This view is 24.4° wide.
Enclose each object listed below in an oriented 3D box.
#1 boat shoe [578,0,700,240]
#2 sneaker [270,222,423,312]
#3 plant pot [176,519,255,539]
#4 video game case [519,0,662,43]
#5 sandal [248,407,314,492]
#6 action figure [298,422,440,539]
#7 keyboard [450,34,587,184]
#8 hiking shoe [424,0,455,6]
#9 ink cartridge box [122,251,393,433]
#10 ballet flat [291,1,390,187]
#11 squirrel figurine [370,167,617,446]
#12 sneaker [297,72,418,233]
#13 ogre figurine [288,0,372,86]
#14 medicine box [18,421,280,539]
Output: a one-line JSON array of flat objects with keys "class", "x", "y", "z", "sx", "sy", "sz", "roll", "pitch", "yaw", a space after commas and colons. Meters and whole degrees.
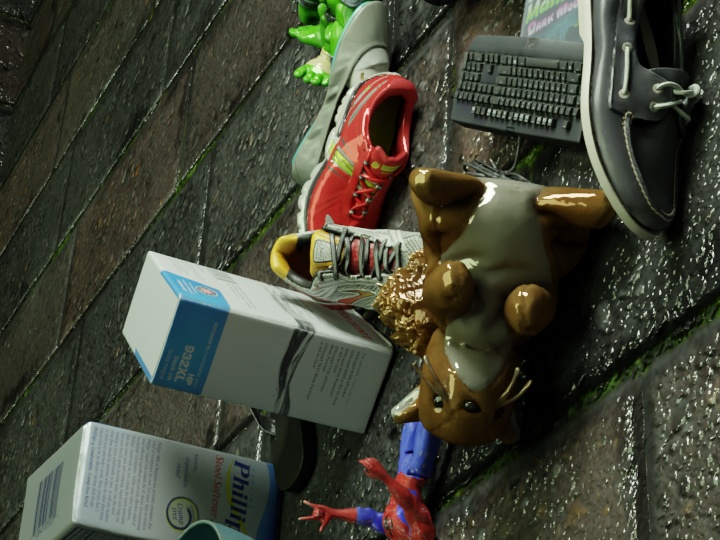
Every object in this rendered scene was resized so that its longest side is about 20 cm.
[{"class": "boat shoe", "x": 0.187, "y": -0.120, "z": 1.089, "sx": 0.063, "sy": 0.073, "sz": 0.200, "roll": -22, "pitch": 60, "yaw": 37}, {"class": "sneaker", "x": 0.000, "y": 0.000, "z": 1.405, "sx": 0.200, "sy": 0.082, "sz": 0.078, "roll": -4, "pitch": 70, "yaw": 47}, {"class": "plant pot", "x": -0.088, "y": 0.314, "z": 1.334, "sx": 0.200, "sy": 0.135, "sz": 0.200, "roll": -51, "pitch": 30, "yaw": 44}, {"class": "video game case", "x": 0.180, "y": -0.222, "z": 1.252, "sx": 0.200, "sy": 0.023, "sz": 0.182, "roll": -26, "pitch": 50, "yaw": 62}, {"class": "sandal", "x": -0.079, "y": 0.123, "z": 1.582, "sx": 0.075, "sy": 0.045, "sz": 0.200, "roll": -58, "pitch": 26, "yaw": 33}, {"class": "action figure", "x": 0.020, "y": 0.137, "z": 1.270, "sx": 0.065, "sy": 0.099, "sz": 0.200, "roll": 161, "pitch": 122, "yaw": -65}, {"class": "keyboard", "x": 0.120, "y": -0.115, "z": 1.272, "sx": 0.200, "sy": 0.021, "sz": 0.127, "roll": -159, "pitch": 75, "yaw": -65}, {"class": "hiking shoe", "x": 0.093, "y": -0.271, "z": 1.456, "sx": 0.200, "sy": 0.076, "sz": 0.101, "roll": -96, "pitch": 22, "yaw": -63}, {"class": "ink cartridge box", "x": -0.092, "y": 0.062, "z": 1.452, "sx": 0.084, "sy": 0.200, "sz": 0.145, "roll": -71, "pitch": 22, "yaw": 9}, {"class": "ballet flat", "x": -0.004, "y": -0.162, "z": 1.621, "sx": 0.064, "sy": 0.067, "sz": 0.200, "roll": 38, "pitch": 113, "yaw": 34}, {"class": "squirrel figurine", "x": 0.084, "y": 0.029, "z": 1.188, "sx": 0.200, "sy": 0.141, "sz": 0.187, "roll": -168, "pitch": 85, "yaw": -81}, {"class": "sneaker", "x": 0.002, "y": -0.088, "z": 1.518, "sx": 0.085, "sy": 0.077, "sz": 0.200, "roll": 1, "pitch": 75, "yaw": 61}, {"class": "ogre figurine", "x": -0.029, "y": -0.271, "z": 1.714, "sx": 0.200, "sy": 0.098, "sz": 0.120, "roll": -78, "pitch": -1, "yaw": -58}, {"class": "medicine box", "x": -0.203, "y": 0.239, "z": 1.583, "sx": 0.182, "sy": 0.200, "sz": 0.103, "roll": -41, "pitch": 40, "yaw": 53}]
